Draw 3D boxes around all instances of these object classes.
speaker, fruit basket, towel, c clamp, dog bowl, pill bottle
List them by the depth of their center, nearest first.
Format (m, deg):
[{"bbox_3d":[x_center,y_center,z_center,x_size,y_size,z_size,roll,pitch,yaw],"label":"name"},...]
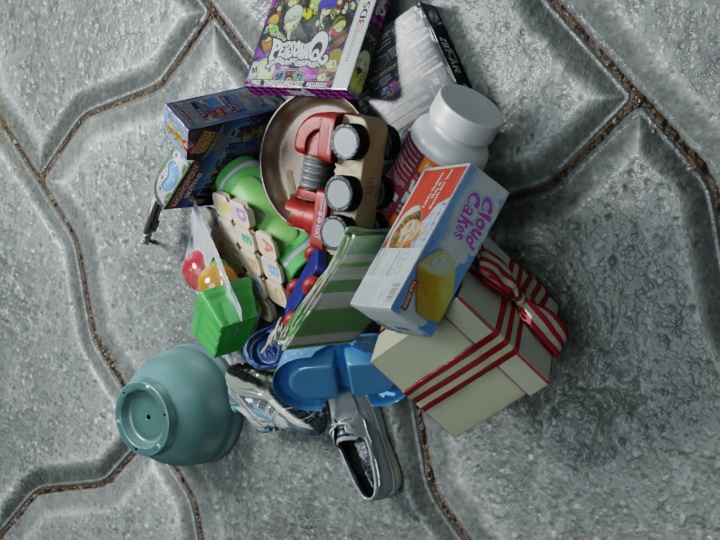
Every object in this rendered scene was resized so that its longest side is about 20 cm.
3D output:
[{"bbox_3d":[-0.010,0.024,1.376,0.023,0.152,0.201,51,123,31],"label":"towel"},{"bbox_3d":[0.101,-0.136,1.387,0.110,0.109,0.201,44,128,21],"label":"pill bottle"},{"bbox_3d":[-0.025,0.141,1.499,0.198,0.050,0.112,-5,132,4],"label":"dog bowl"},{"bbox_3d":[-0.132,-0.076,1.581,0.200,0.088,0.089,51,119,18],"label":"speaker"},{"bbox_3d":[-0.222,0.020,1.629,0.186,0.093,0.201,112,141,-55],"label":"fruit basket"},{"bbox_3d":[-0.313,-0.130,1.680,0.027,0.171,0.201,22,95,-5],"label":"c clamp"}]

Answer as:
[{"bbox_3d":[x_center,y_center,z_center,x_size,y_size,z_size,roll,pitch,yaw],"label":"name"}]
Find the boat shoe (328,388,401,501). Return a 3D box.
[{"bbox_3d":[-0.006,0.238,1.537,0.070,0.071,0.202,-31,76,32],"label":"boat shoe"}]

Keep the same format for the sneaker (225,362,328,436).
[{"bbox_3d":[-0.126,0.213,1.625,0.199,0.077,0.087,24,120,36],"label":"sneaker"}]

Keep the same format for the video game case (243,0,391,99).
[{"bbox_3d":[-0.059,-0.331,1.487,0.199,0.036,0.183,11,77,38],"label":"video game case"}]

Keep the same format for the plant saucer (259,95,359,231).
[{"bbox_3d":[-0.057,-0.154,1.502,0.199,0.032,0.202,4,97,32],"label":"plant saucer"}]

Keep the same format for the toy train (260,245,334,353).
[{"bbox_3d":[-0.054,0.064,1.502,0.115,0.085,0.201,19,128,-15],"label":"toy train"}]

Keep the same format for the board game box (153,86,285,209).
[{"bbox_3d":[-0.229,-0.185,1.564,0.062,0.199,0.200,46,117,19],"label":"board game box"}]

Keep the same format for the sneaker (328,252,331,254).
[{"bbox_3d":[0.000,0.000,1.514,0.200,0.077,0.089,-35,84,33],"label":"sneaker"}]

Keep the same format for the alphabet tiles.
[{"bbox_3d":[-0.175,-0.021,1.595,0.195,0.015,0.201,25,134,47],"label":"alphabet tiles"}]

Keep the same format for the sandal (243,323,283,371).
[{"bbox_3d":[-0.098,0.101,1.576,0.199,0.087,0.080,-32,75,27],"label":"sandal"}]

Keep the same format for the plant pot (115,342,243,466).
[{"bbox_3d":[-0.306,0.224,1.698,0.199,0.134,0.202,3,96,33],"label":"plant pot"}]

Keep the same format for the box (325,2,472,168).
[{"bbox_3d":[0.048,-0.248,1.468,0.199,0.043,0.161,-30,78,32],"label":"box"}]

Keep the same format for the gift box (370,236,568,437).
[{"bbox_3d":[0.140,0.060,1.344,0.184,0.201,0.186,40,126,-19],"label":"gift box"}]

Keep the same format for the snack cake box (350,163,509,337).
[{"bbox_3d":[0.081,-0.026,1.263,0.201,0.067,0.115,-61,21,-11],"label":"snack cake box"}]

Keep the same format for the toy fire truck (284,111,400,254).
[{"bbox_3d":[-0.052,-0.126,1.402,0.199,0.128,0.178,16,105,33],"label":"toy fire truck"}]
